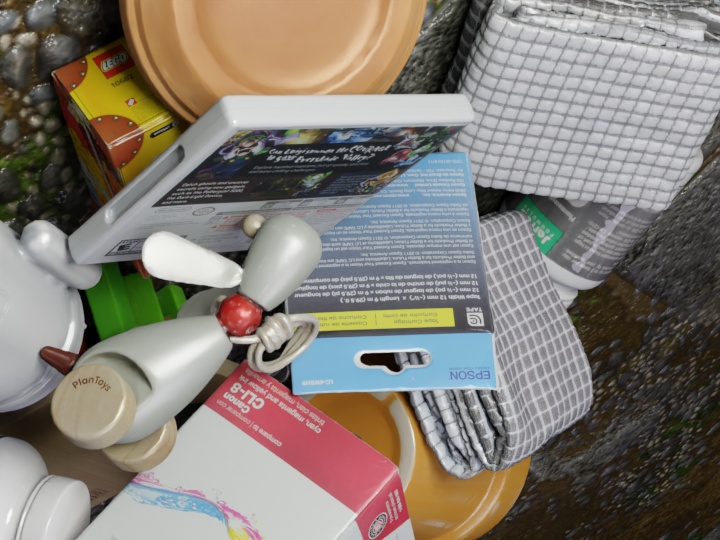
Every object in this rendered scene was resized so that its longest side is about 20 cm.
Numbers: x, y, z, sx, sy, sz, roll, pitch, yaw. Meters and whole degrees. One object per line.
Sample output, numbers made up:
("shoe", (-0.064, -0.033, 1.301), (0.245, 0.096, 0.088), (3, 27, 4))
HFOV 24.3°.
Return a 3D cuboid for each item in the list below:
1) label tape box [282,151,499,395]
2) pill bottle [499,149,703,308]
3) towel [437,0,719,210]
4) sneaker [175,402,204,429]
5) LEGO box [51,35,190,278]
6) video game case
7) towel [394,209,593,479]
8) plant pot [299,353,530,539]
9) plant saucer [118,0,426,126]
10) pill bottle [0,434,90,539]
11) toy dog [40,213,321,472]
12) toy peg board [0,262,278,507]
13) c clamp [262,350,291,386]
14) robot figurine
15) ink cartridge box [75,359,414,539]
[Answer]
("label tape box", (0.016, 0.013, 1.185), (0.143, 0.200, 0.066), (-2, 147, -5))
("pill bottle", (0.192, -0.056, 1.440), (0.113, 0.113, 0.200), (5, 129, -51))
("towel", (0.167, -0.141, 1.251), (0.200, 0.086, 0.166), (6, 136, -12))
("sneaker", (-0.117, 0.161, 1.279), (0.078, 0.070, 0.200), (-9, 152, -9))
("LEGO box", (-0.085, -0.105, 1.102), (0.200, 0.077, 0.149), (-29, 150, -15))
("video game case", (-0.055, -0.058, 1.040), (0.200, 0.023, 0.182), (-6, 159, -44))
("towel", (0.105, 0.050, 1.348), (0.086, 0.200, 0.166), (-17, -177, 35))
("plant pot", (0.023, 0.147, 1.418), (0.200, 0.200, 0.183), (-47, 161, 15))
("plant saucer", (-0.045, -0.168, 0.999), (0.200, 0.037, 0.200), (-9, 111, -24))
("pill bottle", (-0.287, 0.157, 1.115), (0.112, 0.200, 0.113), (11, 90, -77))
("toy dog", (-0.122, 0.034, 1.045), (0.200, 0.096, 0.132), (-37, 154, -27))
("toy peg board", (-0.198, 0.082, 1.254), (0.199, 0.098, 0.200), (-29, 154, 17))
("c clamp", (-0.057, 0.077, 1.392), (0.171, 0.027, 0.200), (-35, 174, 33))
("robot figurine", (-0.251, 0.023, 1.066), (0.169, 0.113, 0.200), (-24, 152, 11))
("ink cartridge box", (-0.082, 0.198, 1.124), (0.200, 0.145, 0.145), (-47, 154, -21))
